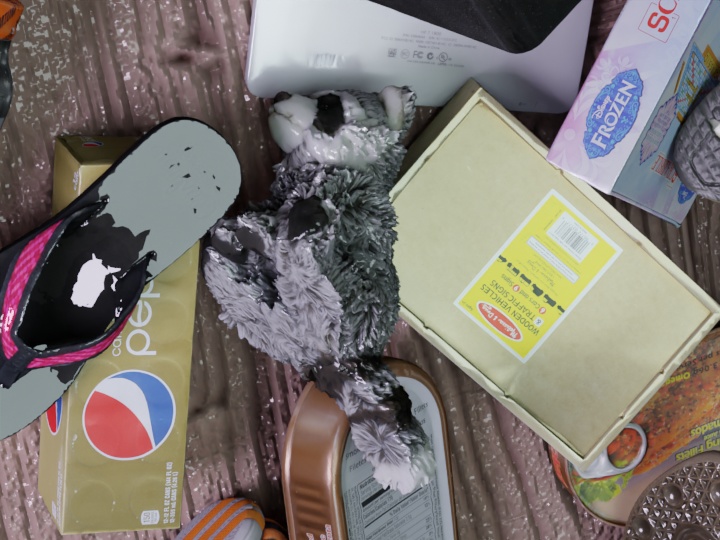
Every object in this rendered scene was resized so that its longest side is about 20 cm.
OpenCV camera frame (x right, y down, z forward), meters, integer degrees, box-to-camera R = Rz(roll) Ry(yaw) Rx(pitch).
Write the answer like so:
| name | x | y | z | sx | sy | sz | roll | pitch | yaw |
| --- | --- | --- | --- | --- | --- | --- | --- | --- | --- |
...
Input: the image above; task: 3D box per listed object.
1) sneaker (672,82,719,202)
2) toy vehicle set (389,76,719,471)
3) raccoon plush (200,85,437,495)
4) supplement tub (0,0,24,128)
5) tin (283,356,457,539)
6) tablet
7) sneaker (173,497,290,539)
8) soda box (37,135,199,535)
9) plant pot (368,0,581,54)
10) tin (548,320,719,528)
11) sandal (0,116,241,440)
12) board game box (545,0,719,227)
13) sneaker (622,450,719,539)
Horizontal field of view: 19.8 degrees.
| name | x | y | z | sx | sy | sz | roll | pitch | yaw |
| --- | --- | --- | --- | --- | --- | --- | --- | --- | --- |
| sneaker | 0.254 | -0.090 | 1.089 | 0.199 | 0.089 | 0.077 | -28 | 84 | -4 |
| toy vehicle set | 0.094 | 0.005 | 1.155 | 0.200 | 0.027 | 0.124 | 41 | 96 | -17 |
| raccoon plush | 0.000 | 0.000 | 1.086 | 0.134 | 0.096 | 0.201 | -46 | 123 | -39 |
| supplement tub | -0.242 | -0.054 | 0.972 | 0.122 | 0.122 | 0.201 | 23 | 98 | -27 |
| tin | 0.010 | 0.144 | 1.156 | 0.112 | 0.042 | 0.202 | -31 | 120 | -50 |
| tablet | 0.037 | -0.153 | 1.116 | 0.198 | 0.014 | 0.131 | 1 | 106 | -23 |
| sneaker | -0.099 | 0.231 | 1.148 | 0.200 | 0.078 | 0.112 | -42 | 116 | -5 |
| soda box | -0.127 | 0.033 | 1.080 | 0.067 | 0.064 | 0.202 | -1 | 107 | -20 |
| plant pot | 0.049 | -0.224 | 0.991 | 0.200 | 0.199 | 0.178 | -47 | 132 | -16 |
| tin | 0.206 | 0.084 | 1.249 | 0.198 | 0.042 | 0.113 | -18 | 109 | -16 |
| sandal | -0.138 | 0.005 | 1.007 | 0.200 | 0.045 | 0.075 | -45 | 109 | 5 |
| board game box | 0.183 | -0.127 | 1.099 | 0.201 | 0.041 | 0.200 | -63 | 161 | 5 |
| sneaker | 0.198 | 0.173 | 1.237 | 0.075 | 0.070 | 0.201 | -21 | 146 | -40 |
